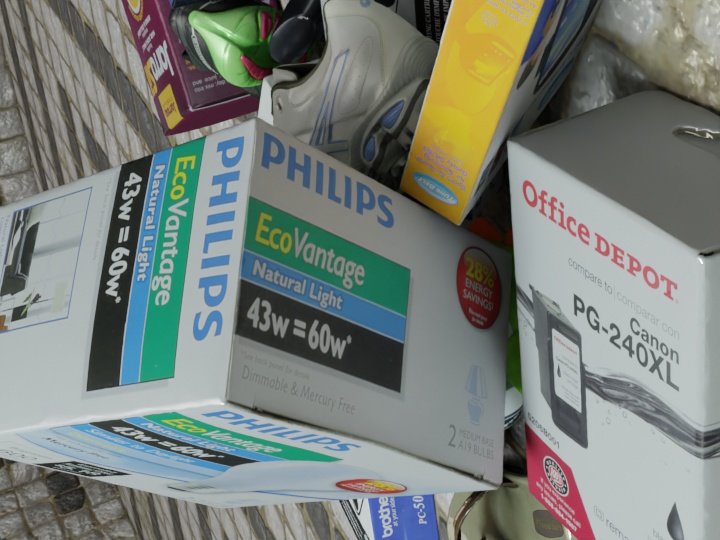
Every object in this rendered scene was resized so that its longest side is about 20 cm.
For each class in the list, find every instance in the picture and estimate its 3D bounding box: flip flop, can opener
[{"bbox_3d":[0.095,0.176,0.855,0.082,0.057,0.200,70,161,4],"label":"flip flop"},{"bbox_3d":[0.009,-0.179,0.773,0.199,0.063,0.080,-25,41,59],"label":"can opener"}]

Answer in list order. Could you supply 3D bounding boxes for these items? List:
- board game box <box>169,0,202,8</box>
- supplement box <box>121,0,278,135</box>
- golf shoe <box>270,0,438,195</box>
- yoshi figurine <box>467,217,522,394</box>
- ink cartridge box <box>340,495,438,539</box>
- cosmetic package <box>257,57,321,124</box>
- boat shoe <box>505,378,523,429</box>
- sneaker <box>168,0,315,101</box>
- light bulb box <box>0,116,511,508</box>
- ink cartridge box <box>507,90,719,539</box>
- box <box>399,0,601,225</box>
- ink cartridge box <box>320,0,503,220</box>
[{"bbox_3d":[-0.044,-0.230,0.759,0.035,0.134,0.200,68,161,8],"label":"board game box"},{"bbox_3d":[-0.140,-0.231,1.075,0.131,0.102,0.203,-13,96,71],"label":"supplement box"},{"bbox_3d":[-0.017,-0.071,0.717,0.097,0.078,0.200,45,134,8],"label":"golf shoe"},{"bbox_3d":[0.063,0.044,0.728,0.199,0.111,0.114,-22,51,46],"label":"yoshi figurine"},{"bbox_3d":[0.002,0.116,0.861,0.200,0.043,0.096,-129,29,-69],"label":"ink cartridge box"},{"bbox_3d":[-0.025,-0.055,0.946,0.114,0.080,0.201,60,157,23],"label":"cosmetic package"},{"bbox_3d":[0.069,0.100,0.853,0.200,0.070,0.092,-161,53,-75],"label":"boat shoe"},{"bbox_3d":[-0.084,-0.169,0.927,0.083,0.077,0.200,30,-179,8],"label":"sneaker"},{"bbox_3d":[-0.059,0.037,0.632,0.198,0.197,0.127,-12,65,40],"label":"light bulb box"},{"bbox_3d":[0.138,0.040,0.571,0.145,0.082,0.203,42,145,56],"label":"ink cartridge box"},{"bbox_3d":[0.073,-0.109,0.565,0.041,0.119,0.201,31,150,12],"label":"box"},{"bbox_3d":[0.028,-0.131,0.709,0.093,0.044,0.202,18,135,29],"label":"ink cartridge box"}]
